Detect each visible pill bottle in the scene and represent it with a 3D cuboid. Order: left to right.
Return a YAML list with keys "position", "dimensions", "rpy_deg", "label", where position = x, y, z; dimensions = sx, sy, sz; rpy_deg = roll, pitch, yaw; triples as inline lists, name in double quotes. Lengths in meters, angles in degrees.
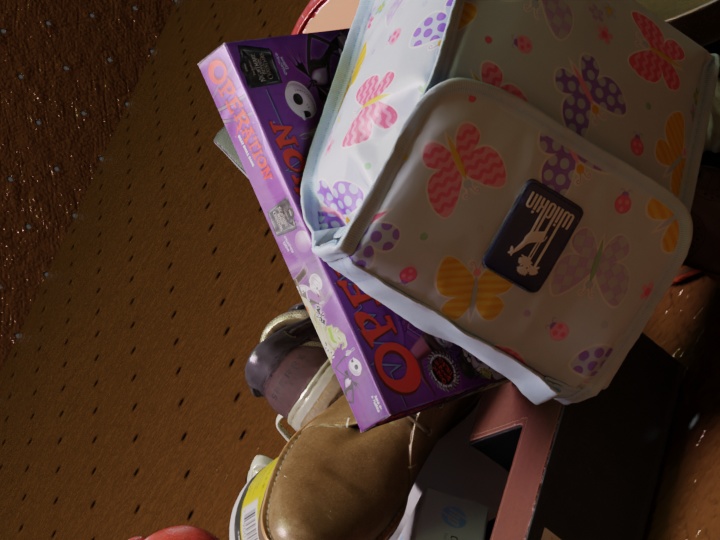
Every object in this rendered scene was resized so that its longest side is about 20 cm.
- position: [0.010, 0.138, 1.195]
  dimensions: [0.200, 0.111, 0.112]
  rpy_deg: [-37, 27, 54]
  label: "pill bottle"

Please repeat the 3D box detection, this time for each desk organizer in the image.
- position: [0.094, 0.120, 1.010]
  dimensions: [0.077, 0.072, 0.200]
  rpy_deg: [-25, 37, 47]
  label: "desk organizer"

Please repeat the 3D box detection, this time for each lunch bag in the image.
- position: [0.074, -0.053, 0.975]
  dimensions: [0.127, 0.169, 0.201]
  rpy_deg: [-25, 39, 52]
  label: "lunch bag"

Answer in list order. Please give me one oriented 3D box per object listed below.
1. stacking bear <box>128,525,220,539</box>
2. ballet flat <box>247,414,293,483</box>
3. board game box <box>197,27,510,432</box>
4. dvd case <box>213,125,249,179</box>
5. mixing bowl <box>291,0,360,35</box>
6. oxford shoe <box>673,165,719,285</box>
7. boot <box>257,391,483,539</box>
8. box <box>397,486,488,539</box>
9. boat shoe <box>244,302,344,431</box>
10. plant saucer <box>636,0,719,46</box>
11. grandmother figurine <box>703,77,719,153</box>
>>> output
- position: [-0.103, 0.240, 1.229]
  dimensions: [0.200, 0.121, 0.114]
  rpy_deg: [-108, 25, -52]
  label: "stacking bear"
- position: [-0.043, 0.137, 1.452]
  dimensions: [0.200, 0.069, 0.070]
  rpy_deg: [-56, 16, 15]
  label: "ballet flat"
- position: [0.005, -0.026, 1.005]
  dimensions: [0.120, 0.201, 0.032]
  rpy_deg: [-16, -12, -43]
  label: "board game box"
- position: [0.000, 0.000, 1.246]
  dimensions: [0.025, 0.150, 0.200]
  rpy_deg: [-44, 53, -2]
  label: "dvd case"
- position: [0.027, -0.103, 1.131]
  dimensions: [0.200, 0.108, 0.201]
  rpy_deg: [-8, 77, 38]
  label: "mixing bowl"
- position: [0.167, -0.036, 1.083]
  dimensions: [0.071, 0.072, 0.200]
  rpy_deg: [-61, 15, -4]
  label: "oxford shoe"
- position: [0.013, 0.079, 1.048]
  dimensions: [0.200, 0.074, 0.076]
  rpy_deg: [-49, -10, -42]
  label: "boot"
- position: [0.009, 0.236, 1.068]
  dimensions: [0.156, 0.041, 0.200]
  rpy_deg: [-77, 8, -48]
  label: "box"
- position: [-0.029, 0.051, 1.196]
  dimensions: [0.072, 0.065, 0.200]
  rpy_deg: [-52, 0, 9]
  label: "boat shoe"
- position: [0.192, -0.173, 1.190]
  dimensions: [0.200, 0.035, 0.200]
  rpy_deg: [-24, 22, 10]
  label: "plant saucer"
- position: [0.129, -0.083, 1.176]
  dimensions: [0.199, 0.061, 0.122]
  rpy_deg: [-6, 52, 30]
  label: "grandmother figurine"
